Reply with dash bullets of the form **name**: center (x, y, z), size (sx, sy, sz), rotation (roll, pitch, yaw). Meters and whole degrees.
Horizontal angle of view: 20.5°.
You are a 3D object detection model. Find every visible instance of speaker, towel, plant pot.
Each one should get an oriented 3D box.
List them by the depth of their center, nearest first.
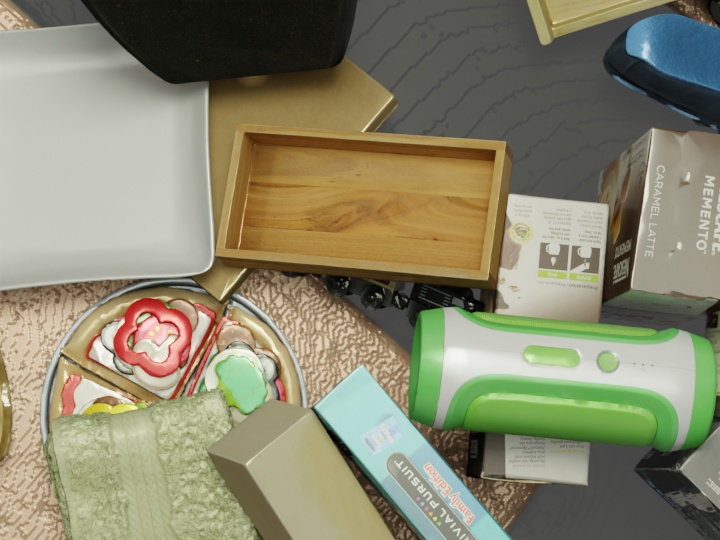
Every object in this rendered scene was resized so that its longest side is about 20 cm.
- **speaker**: center (0.134, 0.073, 1.341), size (0.198, 0.088, 0.089), rotation (6, 85, -3)
- **plant pot**: center (-0.088, -0.241, 1.379), size (0.198, 0.178, 0.201), rotation (-6, 58, 7)
- **towel**: center (-0.142, 0.192, 1.433), size (0.147, 0.036, 0.202), rotation (-11, 99, -2)

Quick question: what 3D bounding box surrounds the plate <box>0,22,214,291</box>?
- **plate**: center (-0.203, -0.083, 1.456), size (0.198, 0.032, 0.202), rotation (-5, 74, 6)

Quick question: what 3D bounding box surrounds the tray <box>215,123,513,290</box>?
- **tray**: center (0.003, -0.046, 1.406), size (0.198, 0.037, 0.100), rotation (5, 77, 17)

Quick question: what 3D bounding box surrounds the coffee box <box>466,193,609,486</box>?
- **coffee box**: center (0.127, 0.054, 1.445), size (0.079, 0.113, 0.202), rotation (5, 84, -3)

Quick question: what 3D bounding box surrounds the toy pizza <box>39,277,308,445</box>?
- **toy pizza**: center (-0.137, 0.105, 1.465), size (0.198, 0.032, 0.202), rotation (0, 85, -3)

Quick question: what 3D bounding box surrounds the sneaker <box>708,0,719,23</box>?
- **sneaker**: center (0.342, -0.261, 1.518), size (0.199, 0.070, 0.090), rotation (-32, 57, 3)

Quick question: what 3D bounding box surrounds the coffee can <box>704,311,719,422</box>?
- **coffee can**: center (0.324, 0.016, 1.442), size (0.145, 0.146, 0.202), rotation (7, 84, -3)

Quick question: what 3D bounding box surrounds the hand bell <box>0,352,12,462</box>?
- **hand bell**: center (-0.363, 0.104, 1.438), size (0.198, 0.104, 0.105), rotation (-10, 85, 8)

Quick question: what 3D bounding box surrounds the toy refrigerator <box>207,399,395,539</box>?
- **toy refrigerator**: center (-0.019, 0.190, 1.408), size (0.070, 0.076, 0.201), rotation (-37, 107, -19)

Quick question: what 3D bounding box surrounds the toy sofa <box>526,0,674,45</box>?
- **toy sofa**: center (0.215, -0.241, 1.471), size (0.198, 0.098, 0.083), rotation (-16, 107, 16)

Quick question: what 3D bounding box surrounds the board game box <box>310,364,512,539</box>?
- **board game box**: center (0.045, 0.160, 1.411), size (0.047, 0.151, 0.200), rotation (-41, 88, -5)

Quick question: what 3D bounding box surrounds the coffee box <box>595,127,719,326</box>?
- **coffee box**: center (0.217, -0.026, 1.413), size (0.079, 0.200, 0.115), rotation (8, 85, -2)

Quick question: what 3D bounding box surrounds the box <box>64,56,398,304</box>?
- **box**: center (-0.096, -0.099, 1.472), size (0.163, 0.021, 0.200), rotation (39, 84, 15)

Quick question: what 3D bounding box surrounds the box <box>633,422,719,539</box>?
- **box**: center (0.296, 0.195, 1.420), size (0.200, 0.158, 0.050), rotation (45, 84, 1)

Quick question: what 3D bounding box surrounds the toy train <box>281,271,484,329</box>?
- **toy train**: center (0.000, 0.000, 1.455), size (0.199, 0.034, 0.046), rotation (22, 98, 17)

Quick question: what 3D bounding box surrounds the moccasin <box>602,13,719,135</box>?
- **moccasin**: center (0.271, -0.144, 1.489), size (0.199, 0.068, 0.081), rotation (23, 69, -24)
